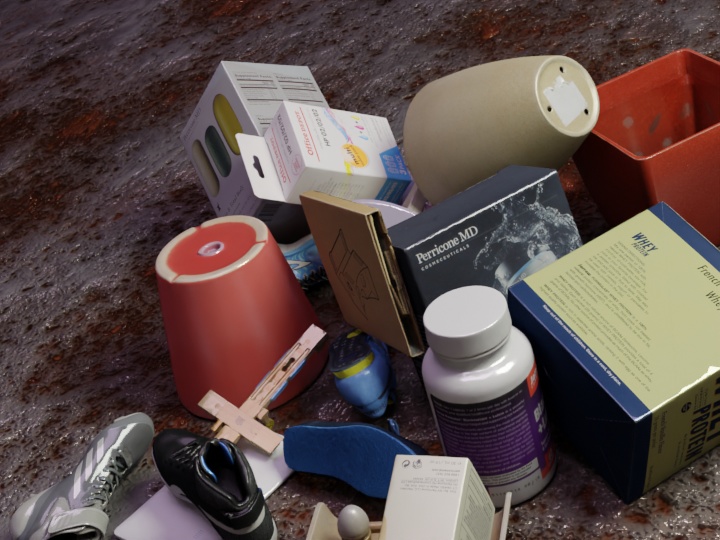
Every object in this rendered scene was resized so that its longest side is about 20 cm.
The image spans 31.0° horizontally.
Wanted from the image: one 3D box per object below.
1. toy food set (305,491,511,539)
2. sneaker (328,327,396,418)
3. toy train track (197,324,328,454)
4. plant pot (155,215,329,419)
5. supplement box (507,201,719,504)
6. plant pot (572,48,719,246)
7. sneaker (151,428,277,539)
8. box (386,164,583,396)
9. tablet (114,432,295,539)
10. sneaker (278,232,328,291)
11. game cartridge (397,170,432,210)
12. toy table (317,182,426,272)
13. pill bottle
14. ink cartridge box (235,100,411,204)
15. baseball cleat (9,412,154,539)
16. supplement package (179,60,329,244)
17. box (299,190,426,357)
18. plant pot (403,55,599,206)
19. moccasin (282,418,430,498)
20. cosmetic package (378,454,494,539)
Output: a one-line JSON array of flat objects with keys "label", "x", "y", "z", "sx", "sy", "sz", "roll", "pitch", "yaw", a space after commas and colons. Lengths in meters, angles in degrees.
[{"label": "toy food set", "x": 0.040, "y": 0.266, "z": 1.212, "sx": 0.197, "sy": 0.061, "sz": 0.144, "roll": -7, "pitch": 32, "yaw": 17}, {"label": "sneaker", "x": 0.007, "y": 0.114, "z": 1.488, "sx": 0.065, "sy": 0.079, "sz": 0.200, "roll": -28, "pitch": 11, "yaw": 8}, {"label": "toy train track", "x": -0.105, "y": 0.145, "z": 1.463, "sx": 0.114, "sy": 0.033, "sz": 0.200, "roll": 28, "pitch": 66, "yaw": 30}, {"label": "plant pot", "x": -0.152, "y": 0.046, "z": 1.551, "sx": 0.197, "sy": 0.179, "sz": 0.201, "roll": -13, "pitch": 30, "yaw": 8}, {"label": "supplement box", "x": 0.279, "y": 0.076, "z": 1.273, "sx": 0.198, "sy": 0.135, "sz": 0.200, "roll": -28, "pitch": 51, "yaw": -17}, {"label": "plant pot", "x": 0.374, "y": -0.125, "z": 1.557, "sx": 0.198, "sy": 0.178, "sz": 0.200, "roll": -24, "pitch": 31, "yaw": -12}, {"label": "sneaker", "x": -0.157, "y": 0.197, "z": 1.336, "sx": 0.073, "sy": 0.113, "sz": 0.199, "roll": -33, "pitch": 47, "yaw": -24}, {"label": "box", "x": 0.140, "y": 0.019, "z": 1.401, "sx": 0.195, "sy": 0.202, "sz": 0.117, "roll": -27, "pitch": 15, "yaw": -15}, {"label": "tablet", "x": -0.160, "y": 0.239, "z": 1.406, "sx": 0.129, "sy": 0.014, "sz": 0.200, "roll": 13, "pitch": 42, "yaw": 41}, {"label": "sneaker", "x": -0.073, "y": 0.009, "z": 1.696, "sx": 0.197, "sy": 0.079, "sz": 0.091, "roll": -12, "pitch": 49, "yaw": 16}, {"label": "game cartridge", "x": 0.063, "y": -0.075, "z": 1.720, "sx": 0.128, "sy": 0.039, "sz": 0.201, "roll": 14, "pitch": 33, "yaw": -4}, {"label": "toy table", "x": 0.039, "y": -0.018, "z": 1.572, "sx": 0.184, "sy": 0.199, "sz": 0.117, "roll": -48, "pitch": 10, "yaw": 10}, {"label": "pill bottle", "x": 0.122, "y": 0.121, "z": 1.266, "sx": 0.110, "sy": 0.202, "sz": 0.112, "roll": -12, "pitch": 31, "yaw": 8}, {"label": "ink cartridge box", "x": -0.047, "y": -0.143, "z": 1.631, "sx": 0.197, "sy": 0.068, "sz": 0.116, "roll": 5, "pitch": 48, "yaw": -32}, {"label": "baseball cleat", "x": -0.286, "y": 0.244, "z": 1.424, "sx": 0.200, "sy": 0.070, "sz": 0.106, "roll": -43, "pitch": 45, "yaw": -21}, {"label": "supplement package", "x": -0.122, "y": -0.156, "z": 1.762, "sx": 0.149, "sy": 0.152, "sz": 0.202, "roll": -3, "pitch": 54, "yaw": -39}, {"label": "box", "x": 0.000, "y": 0.000, "z": 1.415, "sx": 0.021, "sy": 0.166, "sz": 0.200, "roll": -24, "pitch": 17, "yaw": -18}, {"label": "plant pot", "x": 0.179, "y": -0.168, "z": 1.508, "sx": 0.187, "sy": 0.189, "sz": 0.199, "roll": -39, "pitch": 9, "yaw": -33}, {"label": "moccasin", "x": 0.005, "y": 0.183, "z": 1.342, "sx": 0.198, "sy": 0.082, "sz": 0.068, "roll": 12, "pitch": 8, "yaw": 43}, {"label": "cosmetic package", "x": 0.056, "y": 0.269, "z": 1.096, "sx": 0.070, "sy": 0.106, "sz": 0.202, "roll": -1, "pitch": 53, "yaw": 22}]
